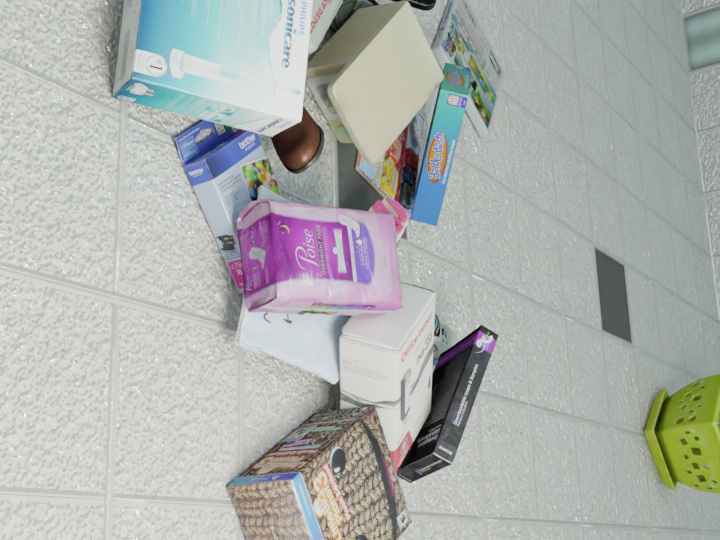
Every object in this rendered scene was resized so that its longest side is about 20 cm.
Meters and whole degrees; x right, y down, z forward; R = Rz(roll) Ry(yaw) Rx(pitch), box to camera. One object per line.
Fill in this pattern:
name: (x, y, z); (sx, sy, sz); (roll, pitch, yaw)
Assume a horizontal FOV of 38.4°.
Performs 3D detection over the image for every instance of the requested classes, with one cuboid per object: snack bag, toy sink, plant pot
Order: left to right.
snack bag: (-0.074, 0.023, 1.254); (0.187, 0.021, 0.204); (28, 61, -46)
toy sink: (0.004, -0.257, 1.432); (0.201, 0.111, 0.131); (-53, 127, -29)
plant pot: (0.764, 0.379, 2.364); (0.199, 0.179, 0.203); (-49, 120, -51)

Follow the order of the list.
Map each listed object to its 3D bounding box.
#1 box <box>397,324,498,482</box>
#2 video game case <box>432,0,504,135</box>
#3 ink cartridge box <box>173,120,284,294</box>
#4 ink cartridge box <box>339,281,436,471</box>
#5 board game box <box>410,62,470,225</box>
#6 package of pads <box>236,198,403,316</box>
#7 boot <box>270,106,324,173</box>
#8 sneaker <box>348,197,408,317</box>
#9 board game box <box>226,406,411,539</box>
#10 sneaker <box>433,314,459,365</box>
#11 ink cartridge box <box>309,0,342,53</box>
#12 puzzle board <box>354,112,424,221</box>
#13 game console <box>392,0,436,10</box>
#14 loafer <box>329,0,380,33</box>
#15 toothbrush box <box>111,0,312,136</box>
box: (0.119, 0.187, 1.434); (0.036, 0.143, 0.202); (30, 62, -7)
video game case: (0.200, -0.379, 1.884); (0.201, 0.022, 0.184); (54, 39, -34)
ink cartridge box: (-0.142, -0.088, 1.241); (0.119, 0.041, 0.203); (-45, 116, -53)
ink cartridge box: (0.035, 0.135, 1.332); (0.146, 0.083, 0.203); (-51, 146, -51)
board game box: (0.121, -0.191, 1.547); (0.153, 0.044, 0.203); (-74, 177, -65)
package of pads: (-0.043, -0.013, 1.201); (0.197, 0.075, 0.123); (4, 71, -39)
boot: (-0.128, -0.229, 1.242); (0.200, 0.068, 0.191); (41, 30, -44)
sneaker: (0.000, 0.000, 1.397); (0.201, 0.073, 0.088); (-58, 171, -26)
board game box: (-0.043, 0.278, 1.221); (0.199, 0.095, 0.162); (-33, 107, -56)
sneaker: (0.100, 0.095, 1.528); (0.199, 0.071, 0.073); (25, 58, -53)
ink cartridge box: (-0.119, -0.388, 1.332); (0.201, 0.083, 0.146); (55, 38, -30)
puzzle board: (0.051, -0.199, 1.596); (0.151, 0.017, 0.203); (42, 47, -44)
game console: (0.038, -0.500, 1.494); (0.196, 0.117, 0.179); (15, 59, -6)
loafer: (0.021, -0.366, 1.541); (0.199, 0.062, 0.073); (5, 114, -58)
toothbrush box: (-0.160, -0.246, 1.134); (0.197, 0.085, 0.150); (9, 80, -28)
